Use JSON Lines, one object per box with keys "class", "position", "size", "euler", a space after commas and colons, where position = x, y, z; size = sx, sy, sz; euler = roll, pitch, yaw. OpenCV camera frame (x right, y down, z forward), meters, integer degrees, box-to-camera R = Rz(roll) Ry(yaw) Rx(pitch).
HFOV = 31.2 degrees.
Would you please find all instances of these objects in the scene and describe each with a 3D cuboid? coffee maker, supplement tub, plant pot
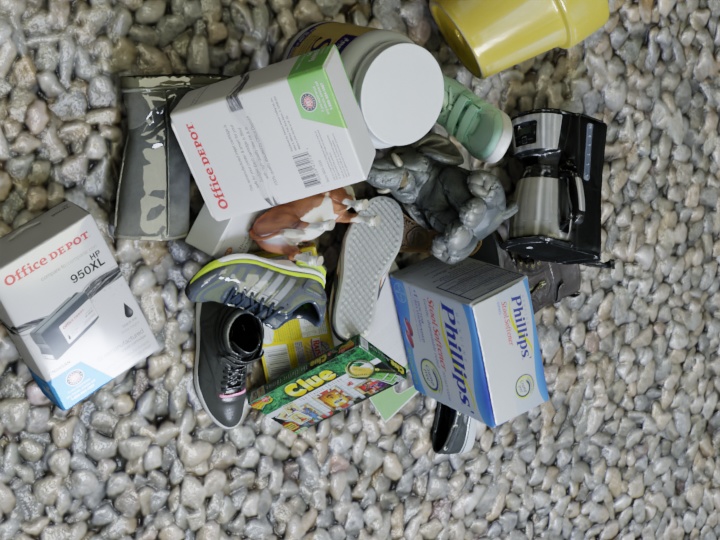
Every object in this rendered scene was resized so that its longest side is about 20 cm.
{"class": "coffee maker", "position": [0.292, -0.118, 1.877], "size": [0.192, 0.133, 0.203], "euler": [22, 71, -57]}
{"class": "supplement tub", "position": [0.000, -0.234, 1.629], "size": [0.144, 0.199, 0.147], "euler": [-9, 108, -30]}
{"class": "plant pot", "position": [0.204, -0.363, 1.740], "size": [0.188, 0.201, 0.202], "euler": [-36, 121, -2]}

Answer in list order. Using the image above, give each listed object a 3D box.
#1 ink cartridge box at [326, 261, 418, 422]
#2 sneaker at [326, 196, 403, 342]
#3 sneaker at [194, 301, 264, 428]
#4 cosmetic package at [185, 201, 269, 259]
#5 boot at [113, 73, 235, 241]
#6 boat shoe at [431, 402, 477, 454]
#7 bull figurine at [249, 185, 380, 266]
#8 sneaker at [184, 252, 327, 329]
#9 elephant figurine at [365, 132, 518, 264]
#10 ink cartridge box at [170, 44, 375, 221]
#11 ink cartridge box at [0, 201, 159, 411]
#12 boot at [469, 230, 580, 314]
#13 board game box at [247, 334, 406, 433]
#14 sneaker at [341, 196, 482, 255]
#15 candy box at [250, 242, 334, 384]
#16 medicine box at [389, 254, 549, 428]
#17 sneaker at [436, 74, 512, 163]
{"class": "ink cartridge box", "position": [0.028, 0.094, 1.831], "size": [0.145, 0.048, 0.201], "euler": [-41, 121, -17]}
{"class": "sneaker", "position": [0.000, 0.000, 1.732], "size": [0.078, 0.079, 0.202], "euler": [20, 77, -8]}
{"class": "sneaker", "position": [-0.168, 0.125, 1.684], "size": [0.070, 0.099, 0.202], "euler": [-13, 110, -30]}
{"class": "cosmetic package", "position": [-0.143, -0.107, 1.644], "size": [0.202, 0.050, 0.082], "euler": [-63, 155, -2]}
{"class": "boot", "position": [-0.219, -0.140, 1.594], "size": [0.180, 0.072, 0.203], "euler": [-5, 100, -17]}
{"class": "boat shoe", "position": [0.143, 0.183, 1.921], "size": [0.056, 0.068, 0.203], "euler": [-6, 109, -30]}
{"class": "bull figurine", "position": [-0.052, -0.078, 1.668], "size": [0.200, 0.121, 0.066], "euler": [-40, 135, -35]}
{"class": "sneaker", "position": [-0.124, 0.030, 1.618], "size": [0.198, 0.082, 0.074], "euler": [0, 148, -28]}
{"class": "elephant figurine", "position": [0.088, -0.117, 1.689], "size": [0.142, 0.199, 0.155], "euler": [-49, 159, -13]}
{"class": "ink cartridge box", "position": [-0.101, -0.159, 1.512], "size": [0.198, 0.084, 0.147], "euler": [-14, 115, 17]}
{"class": "ink cartridge box", "position": [-0.354, 0.041, 1.549], "size": [0.144, 0.084, 0.202], "euler": [-34, 119, -21]}
{"class": "boot", "position": [0.256, -0.012, 1.948], "size": [0.173, 0.069, 0.202], "euler": [-34, 123, -26]}
{"class": "board game box", "position": [-0.046, 0.156, 1.735], "size": [0.199, 0.024, 0.105], "euler": [-30, 131, 29]}
{"class": "sneaker", "position": [0.069, -0.070, 1.801], "size": [0.198, 0.090, 0.068], "euler": [11, 113, -4]}
{"class": "candy box", "position": [-0.093, 0.066, 1.734], "size": [0.101, 0.026, 0.202], "euler": [-10, 111, 0]}
{"class": "medicine box", "position": [0.147, 0.089, 1.755], "size": [0.102, 0.199, 0.184], "euler": [-23, 111, -25]}
{"class": "sneaker", "position": [0.118, -0.210, 1.720], "size": [0.117, 0.201, 0.074], "euler": [16, 110, -30]}
